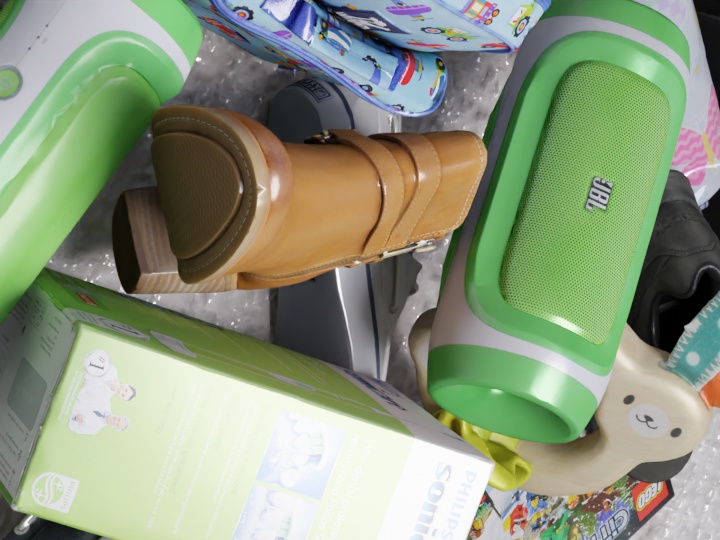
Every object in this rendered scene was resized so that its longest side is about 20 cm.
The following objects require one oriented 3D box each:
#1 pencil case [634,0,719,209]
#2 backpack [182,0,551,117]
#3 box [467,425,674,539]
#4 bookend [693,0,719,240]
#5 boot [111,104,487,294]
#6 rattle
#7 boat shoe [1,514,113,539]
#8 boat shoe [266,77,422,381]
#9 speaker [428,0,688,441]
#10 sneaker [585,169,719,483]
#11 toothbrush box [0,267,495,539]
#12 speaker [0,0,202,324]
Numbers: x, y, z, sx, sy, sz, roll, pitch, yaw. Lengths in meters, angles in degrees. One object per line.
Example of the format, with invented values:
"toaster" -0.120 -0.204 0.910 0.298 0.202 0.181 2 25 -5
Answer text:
"pencil case" 0.129 -0.118 1.282 0.090 0.083 0.201 -27 126 -15
"backpack" 0.005 -0.149 1.069 0.182 0.200 0.135 28 88 -46
"box" 0.084 0.132 1.376 0.200 0.038 0.137 -40 130 -24
"bookend" 0.268 -0.072 1.423 0.199 0.092 0.200 -22 123 -37
"boot" -0.014 -0.031 1.067 0.154 0.200 0.077 -9 76 -18
"rattle" 0.107 0.079 1.200 0.143 0.199 0.131 -38 127 -59
"boat shoe" -0.172 0.176 1.144 0.200 0.060 0.076 -41 145 -9
"boat shoe" 0.000 0.000 1.218 0.065 0.073 0.201 -17 120 -32
"speaker" 0.094 -0.026 1.165 0.088 0.088 0.201 38 63 -45
"sneaker" 0.157 0.047 1.299 0.076 0.091 0.201 -19 134 -12
"toothbrush box" -0.064 0.075 1.095 0.199 0.146 0.087 18 95 -22
"speaker" -0.153 -0.043 1.051 0.200 0.088 0.088 -54 134 -11
